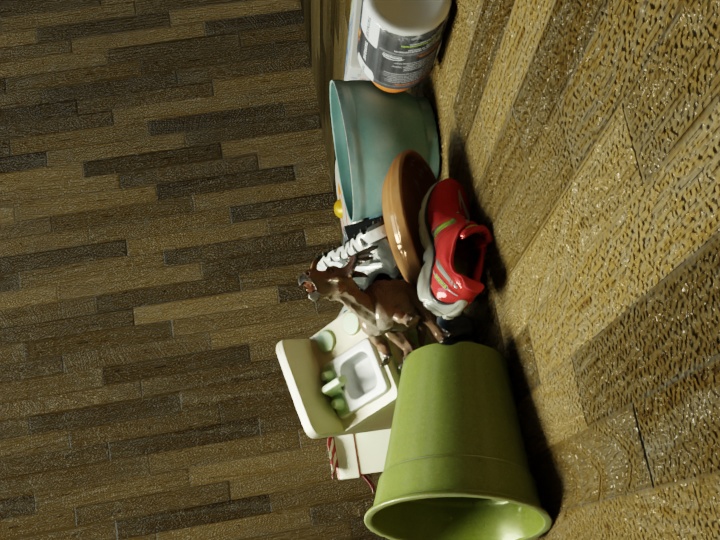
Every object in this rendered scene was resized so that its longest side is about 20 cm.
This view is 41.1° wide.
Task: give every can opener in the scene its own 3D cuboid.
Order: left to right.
[{"bbox_3d":[0.110,0.088,1.356,0.200,0.066,0.054,-165,65,-85],"label":"can opener"}]

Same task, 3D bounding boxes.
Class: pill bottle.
[{"bbox_3d":[0.049,-0.293,1.192,0.200,0.105,0.107,103,158,-76],"label":"pill bottle"}]

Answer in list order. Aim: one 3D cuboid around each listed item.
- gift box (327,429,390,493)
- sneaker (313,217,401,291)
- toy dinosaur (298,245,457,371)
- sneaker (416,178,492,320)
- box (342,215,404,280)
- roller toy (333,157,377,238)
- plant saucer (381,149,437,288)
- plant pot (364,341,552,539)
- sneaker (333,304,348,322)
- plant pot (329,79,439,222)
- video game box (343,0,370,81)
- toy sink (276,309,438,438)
[{"bbox_3d":[0.043,0.217,1.385,0.184,0.185,0.202,23,-121,-69],"label":"gift box"},{"bbox_3d":[0.000,0.000,1.265,0.200,0.066,0.091,-29,88,56],"label":"sneaker"},{"bbox_3d":[0.032,0.037,1.128,0.200,0.086,0.136,19,-146,-55],"label":"toy dinosaur"},{"bbox_3d":[0.119,-0.035,1.119,0.085,0.077,0.201,-40,35,40],"label":"sneaker"},{"bbox_3d":[0.048,-0.013,1.436,0.200,0.140,0.079,93,162,-68],"label":"box"},{"bbox_3d":[0.025,-0.111,1.567,0.183,0.139,0.201,93,168,-64],"label":"roller toy"},{"bbox_3d":[0.075,-0.052,1.216,0.200,0.037,0.202,-15,-90,-70],"label":"plant saucer"},{"bbox_3d":[0.107,0.189,1.067,0.200,0.198,0.191,90,-177,-59],"label":"plant pot"},{"bbox_3d":[-0.009,0.091,1.404,0.074,0.079,0.200,46,154,10],"label":"sneaker"},{"bbox_3d":[0.037,-0.177,1.358,0.200,0.133,0.202,171,90,-85],"label":"plant pot"},{"bbox_3d":[0.004,-0.407,1.600,0.182,0.046,0.202,148,128,-82],"label":"video game box"},{"bbox_3d":[0.014,0.121,1.204,0.199,0.112,0.131,5,-125,-50],"label":"toy sink"}]
